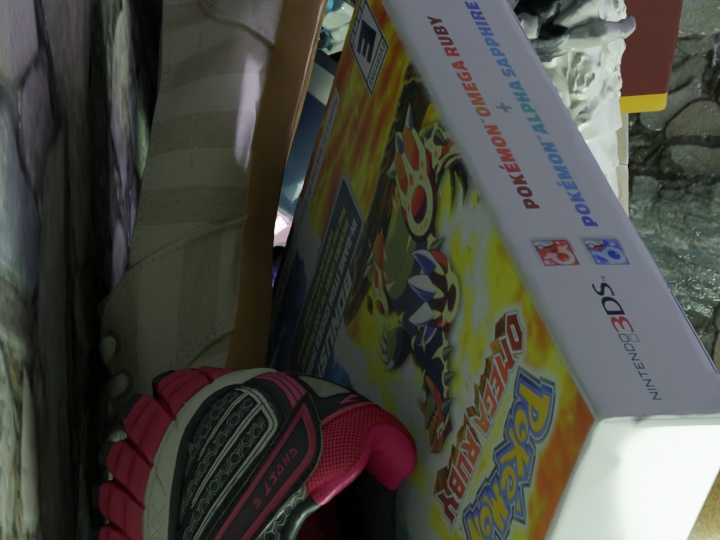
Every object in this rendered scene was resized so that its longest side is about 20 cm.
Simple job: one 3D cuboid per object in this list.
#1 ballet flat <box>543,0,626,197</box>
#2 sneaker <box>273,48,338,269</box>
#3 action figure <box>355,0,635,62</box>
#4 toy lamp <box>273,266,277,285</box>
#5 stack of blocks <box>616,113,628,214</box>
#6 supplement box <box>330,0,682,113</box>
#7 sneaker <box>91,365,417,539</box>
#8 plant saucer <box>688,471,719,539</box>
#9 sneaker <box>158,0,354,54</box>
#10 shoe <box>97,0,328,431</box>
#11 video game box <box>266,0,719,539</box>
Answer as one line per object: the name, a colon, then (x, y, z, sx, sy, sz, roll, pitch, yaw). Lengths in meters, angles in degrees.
ballet flat: (0.060, -0.018, 0.943, 0.201, 0.071, 0.072, -59, -176, 12)
sneaker: (-0.045, -0.020, 0.896, 0.082, 0.070, 0.200, -54, 176, -16)
action figure: (0.040, -0.114, 0.821, 0.119, 0.102, 0.200, 62, 5, 14)
toy lamp: (-0.040, 0.058, 0.847, 0.201, 0.058, 0.059, 87, 1, -55)
stack of blocks: (0.076, -0.052, 1.156, 0.115, 0.058, 0.202, 148, -54, -65)
supplement box: (0.030, -0.158, 1.015, 0.200, 0.196, 0.134, 80, 6, -71)
sneaker: (-0.024, 0.127, 0.631, 0.080, 0.074, 0.202, -9, 98, -52)
plant saucer: (0.060, 0.116, 0.941, 0.201, 0.199, 0.036, 84, 22, -44)
sneaker: (-0.043, -0.125, 0.835, 0.200, 0.074, 0.087, 74, 8, -78)
shoe: (-0.051, -0.002, 0.724, 0.070, 0.053, 0.202, 122, -20, -71)
video game box: (0.021, 0.049, 0.677, 0.183, 0.046, 0.201, -117, -146, -44)
